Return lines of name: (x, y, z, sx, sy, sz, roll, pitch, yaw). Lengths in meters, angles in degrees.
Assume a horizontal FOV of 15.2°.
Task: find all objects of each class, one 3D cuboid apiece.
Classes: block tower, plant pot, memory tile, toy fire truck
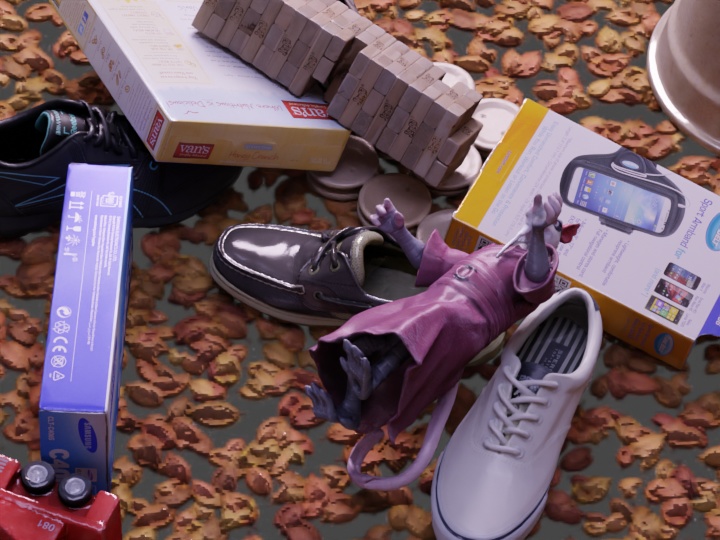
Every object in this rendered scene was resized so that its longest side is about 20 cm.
block tower: (-0.011, -0.138, 1.801, 0.200, 0.054, 0.058, 34, 27, 7)
plant pot: (0.307, -0.199, 1.845, 0.200, 0.184, 0.201, 2, 49, -2)
memory tile: (0.076, -0.057, 1.819, 0.200, 0.017, 0.153, 36, 56, 24)
toy fire truck: (-0.208, 0.179, 1.575, 0.200, 0.049, 0.141, 18, 51, 12)

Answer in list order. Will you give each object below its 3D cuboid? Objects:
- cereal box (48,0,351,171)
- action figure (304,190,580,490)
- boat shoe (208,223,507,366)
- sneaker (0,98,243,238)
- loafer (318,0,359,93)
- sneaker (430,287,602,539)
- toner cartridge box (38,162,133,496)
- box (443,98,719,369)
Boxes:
cereal box: (-0.111, -0.141, 1.822, 0.144, 0.040, 0.200, 2, 38, -34)
action figure: (0.068, 0.029, 1.633, 0.200, 0.149, 0.134, -34, 26, -29)
boat shoe: (0.000, 0.001, 1.730, 0.201, 0.066, 0.072, 18, 49, 11)
sneaker: (-0.172, -0.072, 1.776, 0.200, 0.079, 0.075, -10, 49, -14)
loafer: (-0.035, -0.198, 1.904, 0.072, 0.063, 0.200, -17, 52, -18)
sneaker: (0.095, 0.089, 1.656, 0.073, 0.071, 0.200, 17, 50, 11)
toner cartridge box: (-0.169, 0.037, 1.671, 0.043, 0.095, 0.200, 3, 50, -1)
box: (0.168, -0.020, 1.760, 0.200, 0.041, 0.119, 29, 55, 6)
